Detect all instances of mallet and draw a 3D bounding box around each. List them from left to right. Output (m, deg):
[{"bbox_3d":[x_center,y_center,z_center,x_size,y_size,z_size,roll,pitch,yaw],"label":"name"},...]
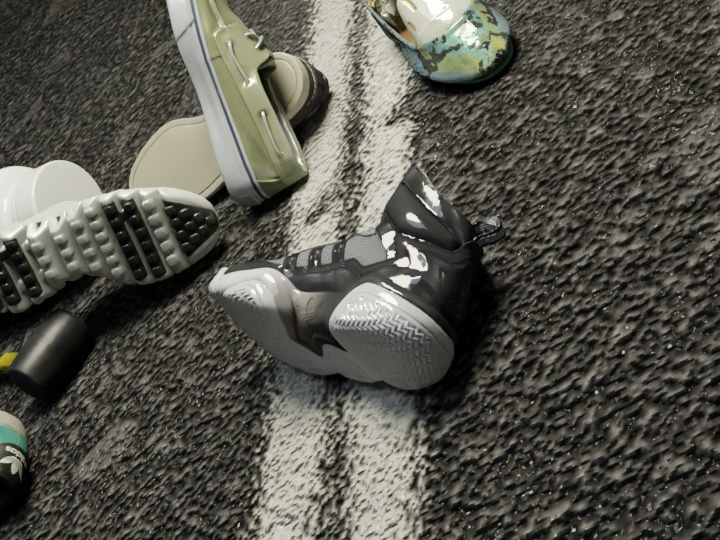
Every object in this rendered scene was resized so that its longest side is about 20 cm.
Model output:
[{"bbox_3d":[-0.289,0.081,1.096,0.199,0.041,0.066,-18,33,45],"label":"mallet"}]

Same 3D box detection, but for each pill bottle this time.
[{"bbox_3d":[-0.315,-0.025,1.188,0.198,0.111,0.112,-20,35,35],"label":"pill bottle"}]

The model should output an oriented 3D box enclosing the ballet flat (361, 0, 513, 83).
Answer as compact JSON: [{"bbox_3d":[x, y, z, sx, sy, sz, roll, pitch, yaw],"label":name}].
[{"bbox_3d":[0.046,-0.190,0.996,0.074,0.074,0.200,-43,28,-1],"label":"ballet flat"}]

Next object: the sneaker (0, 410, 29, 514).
[{"bbox_3d":[-0.317,0.182,0.952,0.200,0.072,0.080,-40,24,2],"label":"sneaker"}]

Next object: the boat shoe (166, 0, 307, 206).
[{"bbox_3d":[-0.093,-0.150,1.032,0.061,0.202,0.072,-19,-3,10],"label":"boat shoe"}]

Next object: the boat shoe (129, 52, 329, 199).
[{"bbox_3d":[-0.105,-0.105,1.107,0.199,0.073,0.062,-34,-14,27],"label":"boat shoe"}]

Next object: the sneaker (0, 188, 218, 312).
[{"bbox_3d":[-0.201,-0.029,1.043,0.197,0.076,0.081,-11,22,13],"label":"sneaker"}]

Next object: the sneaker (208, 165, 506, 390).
[{"bbox_3d":[0.000,0.000,0.795,0.199,0.076,0.114,9,56,49],"label":"sneaker"}]
